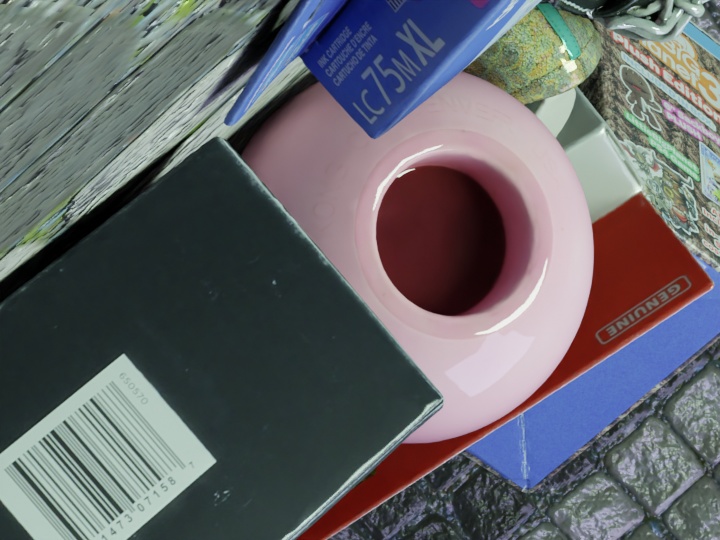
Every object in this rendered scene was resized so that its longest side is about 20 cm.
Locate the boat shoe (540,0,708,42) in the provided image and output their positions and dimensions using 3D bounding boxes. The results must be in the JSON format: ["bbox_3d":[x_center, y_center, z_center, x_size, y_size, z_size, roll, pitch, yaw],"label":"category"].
[{"bbox_3d":[0.100,-0.116,0.909,0.074,0.068,0.199,-42,178,23],"label":"boat shoe"}]

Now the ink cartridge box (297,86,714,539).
[{"bbox_3d":[0.026,0.007,1.056,0.200,0.044,0.174,-34,-151,3],"label":"ink cartridge box"}]

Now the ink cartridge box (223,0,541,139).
[{"bbox_3d":[0.056,-0.106,0.701,0.200,0.042,0.119,-39,177,-29],"label":"ink cartridge box"}]

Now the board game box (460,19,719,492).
[{"bbox_3d":[0.093,-0.026,1.213,0.159,0.097,0.200,-42,-154,30],"label":"board game box"}]

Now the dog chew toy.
[{"bbox_3d":[0.000,0.000,0.885,0.125,0.125,0.200,-41,-174,-17],"label":"dog chew toy"}]

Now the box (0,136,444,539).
[{"bbox_3d":[-0.105,0.083,0.759,0.200,0.104,0.182,-40,178,-29],"label":"box"}]

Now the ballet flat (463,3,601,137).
[{"bbox_3d":[0.047,-0.068,1.018,0.071,0.071,0.200,-41,179,-17],"label":"ballet flat"}]
